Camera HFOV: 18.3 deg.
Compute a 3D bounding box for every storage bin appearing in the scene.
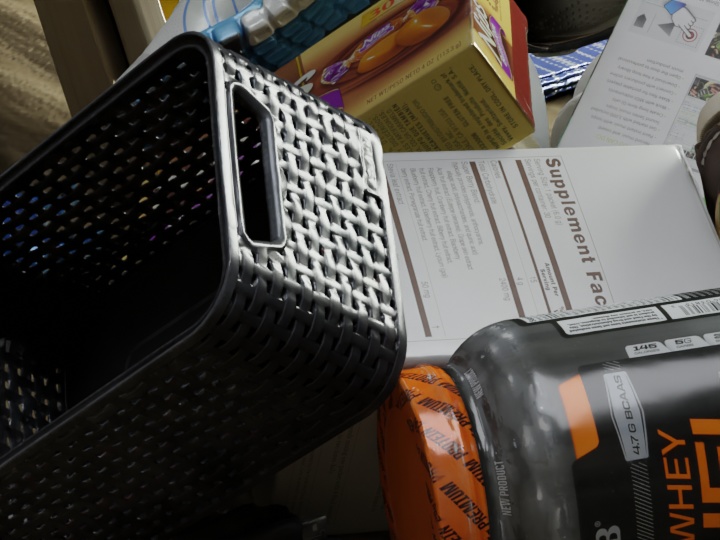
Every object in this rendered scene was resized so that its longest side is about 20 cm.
[{"bbox_3d":[-0.087,0.019,0.878,0.094,0.200,0.136,26,43,-39],"label":"storage bin"}]

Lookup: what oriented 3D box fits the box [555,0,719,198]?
[{"bbox_3d":[0.186,-0.081,1.128,0.144,0.036,0.201,21,75,24],"label":"box"}]

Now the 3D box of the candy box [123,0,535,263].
[{"bbox_3d":[-0.015,-0.059,1.044,0.199,0.057,0.117,-30,25,19],"label":"candy box"}]

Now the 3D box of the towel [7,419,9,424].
[{"bbox_3d":[-0.274,0.054,0.979,0.199,0.048,0.171,-11,30,-28],"label":"towel"}]

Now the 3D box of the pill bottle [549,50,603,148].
[{"bbox_3d":[0.192,-0.091,1.256,0.109,0.110,0.200,24,34,30],"label":"pill bottle"}]

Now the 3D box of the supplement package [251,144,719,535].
[{"bbox_3d":[0.050,0.029,0.974,0.199,0.122,0.120,-2,48,-15],"label":"supplement package"}]

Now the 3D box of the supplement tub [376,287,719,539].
[{"bbox_3d":[0.113,0.072,0.856,0.199,0.123,0.123,-9,31,-12],"label":"supplement tub"}]

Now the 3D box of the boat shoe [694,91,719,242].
[{"bbox_3d":[0.199,0.008,1.013,0.071,0.201,0.060,-14,38,14],"label":"boat shoe"}]

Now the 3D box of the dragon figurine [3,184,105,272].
[{"bbox_3d":[-0.175,-0.002,1.082,0.099,0.059,0.200,-7,31,-22],"label":"dragon figurine"}]

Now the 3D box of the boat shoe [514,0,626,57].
[{"bbox_3d":[0.103,-0.157,1.310,0.199,0.074,0.060,-4,24,34],"label":"boat shoe"}]

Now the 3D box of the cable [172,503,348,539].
[{"bbox_3d":[-0.033,0.159,0.837,0.163,0.051,0.200,31,33,30],"label":"cable"}]

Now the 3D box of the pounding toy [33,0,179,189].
[{"bbox_3d":[-0.052,-0.127,1.211,0.183,0.201,0.142,-18,-1,-36],"label":"pounding toy"}]

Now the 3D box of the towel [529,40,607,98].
[{"bbox_3d":[0.062,-0.132,1.405,0.199,0.024,0.144,-20,36,-41],"label":"towel"}]

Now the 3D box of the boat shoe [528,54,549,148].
[{"bbox_3d":[0.044,-0.129,1.281,0.063,0.071,0.201,-10,62,-29],"label":"boat shoe"}]

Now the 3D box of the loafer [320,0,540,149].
[{"bbox_3d":[0.040,-0.071,1.121,0.067,0.076,0.200,28,26,-55],"label":"loafer"}]

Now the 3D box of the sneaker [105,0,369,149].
[{"bbox_3d":[-0.056,-0.143,1.115,0.200,0.075,0.087,-40,65,1],"label":"sneaker"}]
